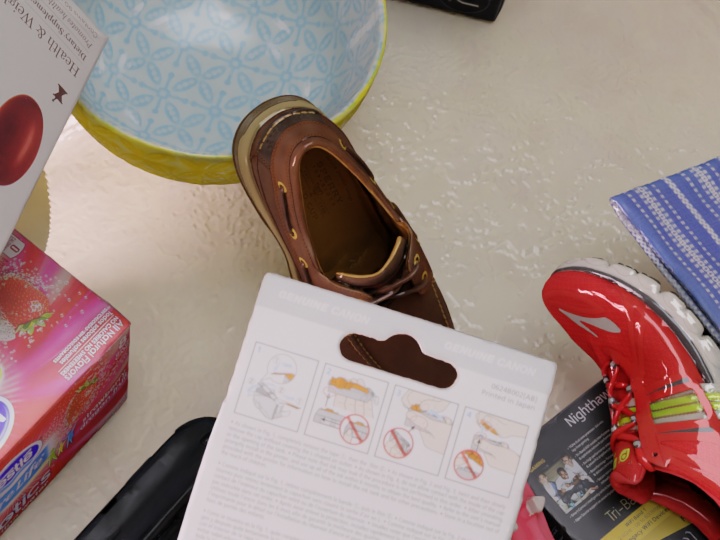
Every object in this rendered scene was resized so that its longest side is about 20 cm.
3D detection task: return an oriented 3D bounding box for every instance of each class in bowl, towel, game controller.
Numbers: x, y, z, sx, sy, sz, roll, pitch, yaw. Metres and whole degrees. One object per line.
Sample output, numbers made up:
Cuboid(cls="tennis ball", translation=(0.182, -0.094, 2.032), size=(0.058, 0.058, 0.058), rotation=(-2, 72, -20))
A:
Cuboid(cls="bowl", translation=(-0.089, -0.123, 1.067), size=(0.198, 0.108, 0.202), rotation=(4, 62, -7))
Cuboid(cls="towel", translation=(0.253, -0.019, 1.010), size=(0.199, 0.024, 0.145), rotation=(-20, 60, -30))
Cuboid(cls="game controller", translation=(-0.108, 0.171, 0.958), size=(0.104, 0.042, 0.200), rotation=(43, 65, -1))

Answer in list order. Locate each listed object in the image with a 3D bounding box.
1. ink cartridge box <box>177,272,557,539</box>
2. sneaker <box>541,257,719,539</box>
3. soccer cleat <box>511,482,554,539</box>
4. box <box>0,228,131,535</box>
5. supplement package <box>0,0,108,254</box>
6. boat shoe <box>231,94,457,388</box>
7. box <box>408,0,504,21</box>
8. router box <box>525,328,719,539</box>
Cuboid(cls="ink cartridge box", translation=(-0.004, 0.121, 0.920), size=(0.159, 0.047, 0.201), rotation=(17, 81, 1))
Cuboid(cls="sneaker", translation=(0.157, 0.078, 0.963), size=(0.085, 0.077, 0.200), rotation=(-35, 71, -17))
Cuboid(cls="soccer cleat", translation=(0.088, 0.186, 0.968), size=(0.067, 0.076, 0.201), rotation=(-25, 86, -43))
Cuboid(cls="box", translation=(-0.216, 0.087, 0.944), size=(0.095, 0.100, 0.200), rotation=(37, 63, 11))
Cuboid(cls="supplement package", translation=(-0.264, -0.089, 0.895), size=(0.191, 0.146, 0.201), rotation=(46, 49, -34))
Cuboid(cls="boat shoe", translation=(0.000, -0.001, 0.985), size=(0.072, 0.068, 0.201), rotation=(-36, 117, -9))
Cuboid(cls="box", translation=(0.010, -0.254, 1.150), size=(0.198, 0.106, 0.123), rotation=(14, 64, -2))
Cuboid(cls="router box", translation=(0.195, 0.117, 1.018), size=(0.199, 0.052, 0.157), rotation=(-34, 72, -22))
